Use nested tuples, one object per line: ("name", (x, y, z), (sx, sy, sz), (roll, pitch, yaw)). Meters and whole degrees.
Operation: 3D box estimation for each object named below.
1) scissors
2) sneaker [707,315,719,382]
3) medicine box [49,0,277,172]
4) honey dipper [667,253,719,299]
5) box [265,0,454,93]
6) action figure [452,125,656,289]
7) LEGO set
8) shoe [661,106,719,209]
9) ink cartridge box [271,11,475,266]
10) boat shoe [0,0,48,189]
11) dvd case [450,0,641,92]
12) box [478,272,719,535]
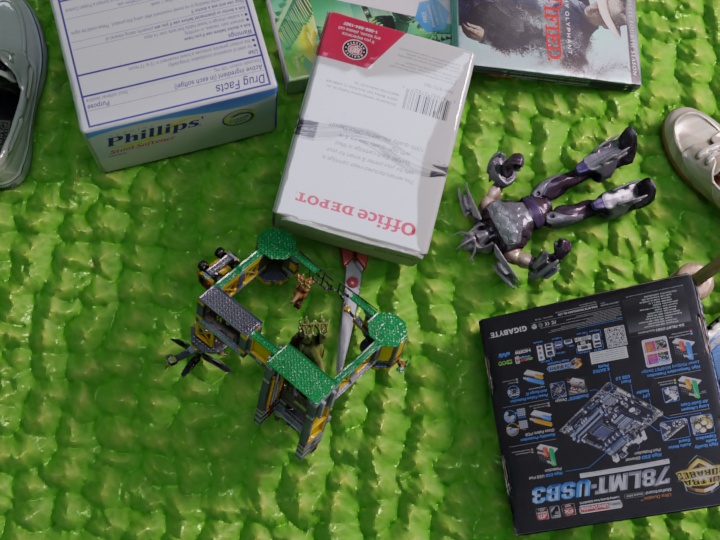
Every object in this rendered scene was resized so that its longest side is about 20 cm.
("scissors", (0.000, 0.000, 1.041), (0.073, 0.014, 0.201), (-5, 74, -7))
("sneaker", (0.357, 0.082, 1.013), (0.200, 0.079, 0.089), (-35, 78, -12))
("medicine box", (-0.190, -0.220, 1.041), (0.181, 0.103, 0.201), (-15, 77, -8))
("honey dipper", (0.317, -0.004, 0.969), (0.038, 0.200, 0.038), (1, 75, -3))
("box", (0.007, -0.267, 1.102), (0.199, 0.036, 0.145), (-13, 77, -6))
("action figure", (0.179, -0.063, 1.045), (0.199, 0.069, 0.131), (-24, 83, -7))
("LEGO set", (-0.064, 0.071, 0.985), (0.200, 0.116, 0.154), (31, 52, 11))
("shoe", (0.374, -0.085, 1.071), (0.070, 0.053, 0.200), (-34, 80, -12))
("ink cartridge box", (0.011, -0.118, 1.016), (0.145, 0.083, 0.201), (15, 81, -4))
("boat shoe", (-0.345, -0.180, 1.038), (0.072, 0.066, 0.201), (4, 75, -3))
("dvd case", (0.187, -0.260, 1.103), (0.199, 0.022, 0.147), (5, 74, -16))
("box", (0.218, 0.122, 0.969), (0.199, 0.050, 0.199), (-14, 76, 19))
